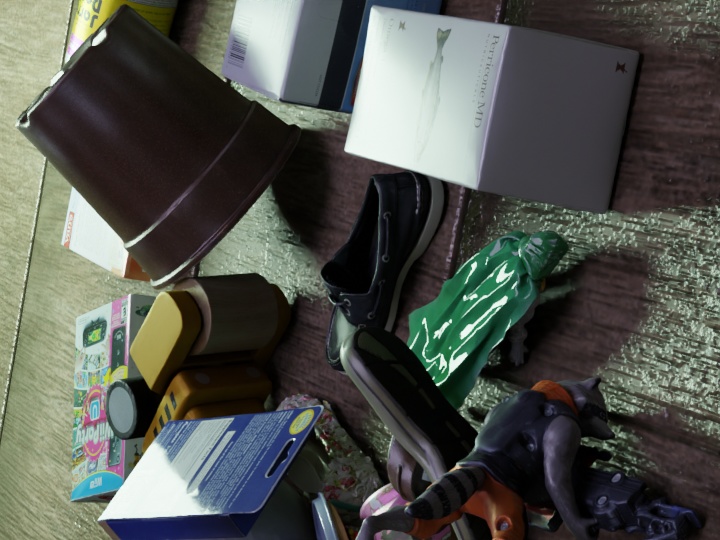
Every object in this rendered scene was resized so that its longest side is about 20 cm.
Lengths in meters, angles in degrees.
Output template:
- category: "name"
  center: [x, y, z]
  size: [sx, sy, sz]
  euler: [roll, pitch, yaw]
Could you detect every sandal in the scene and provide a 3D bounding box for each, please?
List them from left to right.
- category: "sandal"
  center: [0.046, 0.133, 1.354]
  size: [0.057, 0.080, 0.201]
  euler: [-41, 76, 30]

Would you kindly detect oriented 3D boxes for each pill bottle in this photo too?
- category: "pill bottle"
  center: [-0.260, -0.260, 2.014]
  size: [0.104, 0.104, 0.201]
  euler: [42, 120, 55]

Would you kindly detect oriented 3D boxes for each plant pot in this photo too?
- category: "plant pot"
  center: [-0.191, -0.122, 1.687]
  size: [0.200, 0.198, 0.200]
  euler: [-43, 14, 14]

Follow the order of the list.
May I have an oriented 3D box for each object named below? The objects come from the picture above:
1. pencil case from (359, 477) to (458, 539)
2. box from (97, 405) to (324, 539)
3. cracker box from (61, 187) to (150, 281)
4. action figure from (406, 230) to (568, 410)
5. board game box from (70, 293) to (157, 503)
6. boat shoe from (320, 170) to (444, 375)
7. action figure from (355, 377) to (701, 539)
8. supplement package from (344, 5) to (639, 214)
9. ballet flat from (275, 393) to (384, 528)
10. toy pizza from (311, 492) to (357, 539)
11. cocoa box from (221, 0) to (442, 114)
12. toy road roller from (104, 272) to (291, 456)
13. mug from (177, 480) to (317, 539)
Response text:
- category: "pencil case"
  center: [0.056, 0.249, 1.360]
  size: [0.086, 0.083, 0.201]
  euler: [-40, 49, 31]
- category: "box"
  center: [-0.118, 0.170, 1.538]
  size: [0.199, 0.032, 0.121]
  euler: [-11, 35, 44]
- category: "cracker box"
  center: [-0.255, -0.072, 2.008]
  size: [0.200, 0.057, 0.135]
  euler: [23, 102, 59]
- category: "action figure"
  center: [0.094, 0.032, 1.370]
  size: [0.200, 0.054, 0.119]
  euler: [-53, 39, 47]
- category: "board game box"
  center: [-0.245, 0.137, 1.938]
  size: [0.147, 0.064, 0.201]
  euler: [-21, 66, 58]
- category: "boat shoe"
  center: [0.001, 0.001, 1.530]
  size: [0.200, 0.066, 0.075]
  euler: [-61, 36, 33]
- category: "action figure"
  center: [0.114, 0.138, 1.210]
  size: [0.199, 0.193, 0.105]
  euler: [3, 126, 42]
- category: "supplement package"
  center: [0.091, -0.120, 1.349]
  size: [0.200, 0.117, 0.118]
  euler: [21, 101, 60]
- category: "ballet flat"
  center: [-0.044, 0.154, 1.578]
  size: [0.200, 0.064, 0.076]
  euler: [34, 110, 59]
- category: "toy pizza"
  center: [0.000, 0.268, 1.439]
  size: [0.200, 0.032, 0.202]
  euler: [167, 90, -84]
- category: "cocoa box"
  center: [-0.015, -0.238, 1.548]
  size: [0.133, 0.131, 0.201]
  euler: [29, 108, 59]
- category: "toy road roller"
  center: [-0.131, 0.113, 1.693]
  size: [0.146, 0.122, 0.201]
  euler: [53, 130, 33]
- category: "mug"
  center: [-0.104, 0.282, 1.590]
  size: [0.200, 0.147, 0.176]
  euler: [94, 180, -56]
